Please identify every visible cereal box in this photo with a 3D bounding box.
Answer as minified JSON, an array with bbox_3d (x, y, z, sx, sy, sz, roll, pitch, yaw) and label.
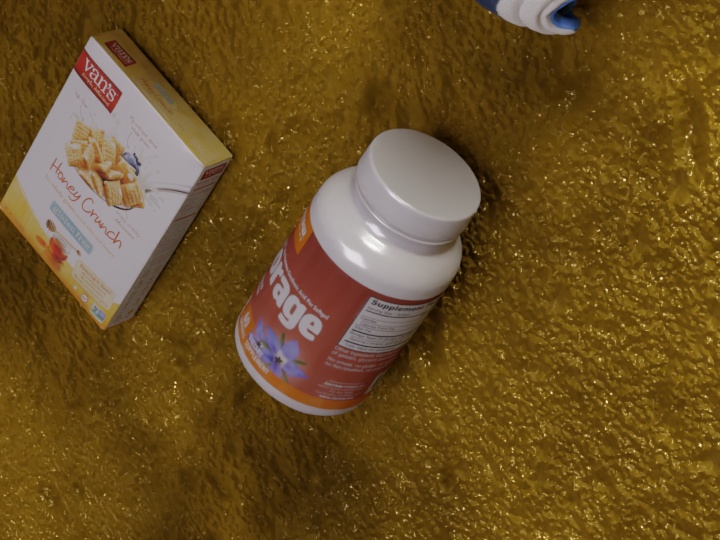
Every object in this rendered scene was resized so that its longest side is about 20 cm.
[{"bbox_3d":[-0.195,-0.070,1.663,0.144,0.040,0.200,48,130,16],"label":"cereal box"}]

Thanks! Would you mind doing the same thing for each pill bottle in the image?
[{"bbox_3d":[0.000,0.000,1.474,0.112,0.112,0.200,47,130,17],"label":"pill bottle"}]

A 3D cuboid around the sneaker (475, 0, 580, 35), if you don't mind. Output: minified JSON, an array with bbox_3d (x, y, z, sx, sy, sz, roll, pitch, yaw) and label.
[{"bbox_3d":[0.126,-0.242,1.307,0.146,0.081,0.200,36,123,15],"label":"sneaker"}]
